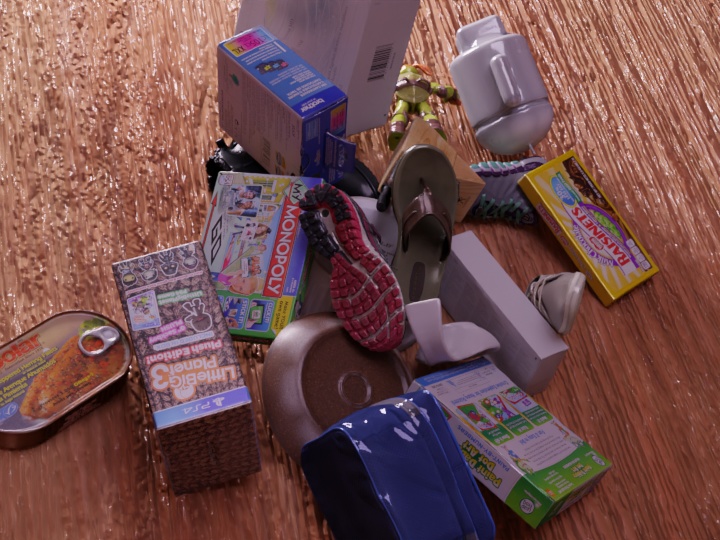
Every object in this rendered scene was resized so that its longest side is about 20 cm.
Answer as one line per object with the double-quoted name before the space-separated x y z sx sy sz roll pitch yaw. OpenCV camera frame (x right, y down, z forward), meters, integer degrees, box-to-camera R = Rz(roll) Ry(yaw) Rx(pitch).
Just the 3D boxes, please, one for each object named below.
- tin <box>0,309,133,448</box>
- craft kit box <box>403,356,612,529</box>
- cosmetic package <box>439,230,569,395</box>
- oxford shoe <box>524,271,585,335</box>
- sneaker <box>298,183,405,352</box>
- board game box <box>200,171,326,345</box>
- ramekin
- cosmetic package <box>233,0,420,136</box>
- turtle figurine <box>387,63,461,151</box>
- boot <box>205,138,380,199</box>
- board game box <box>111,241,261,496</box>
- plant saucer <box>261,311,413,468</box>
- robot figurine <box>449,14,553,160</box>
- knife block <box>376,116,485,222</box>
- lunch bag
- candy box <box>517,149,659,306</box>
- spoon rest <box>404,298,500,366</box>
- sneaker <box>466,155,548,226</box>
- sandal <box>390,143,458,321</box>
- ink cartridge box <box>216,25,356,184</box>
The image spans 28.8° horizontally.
"tin" -0.334 0.115 1.500 0.112 0.042 0.200 43 50 17
"craft kit box" 0.161 0.182 1.534 0.197 0.049 0.200 38 19 20
"cosmetic package" 0.162 0.052 1.688 0.050 0.083 0.200 -19 57 -31
"oxford shoe" 0.229 0.034 1.672 0.057 0.200 0.076 20 88 0
"sneaker" 0.004 -0.006 1.558 0.075 0.080 0.201 12 53 -64
"board game box" -0.121 -0.015 1.609 0.134 0.029 0.201 4 68 19
"ramekin" 0.000 0.000 1.674 0.201 0.094 0.203 9 47 -10
"cosmetic package" -0.053 -0.309 1.834 0.200 0.200 0.123 31 31 27
"turtle figurine" 0.080 -0.235 1.938 0.199 0.065 0.162 5 47 -14
"boot" -0.087 -0.109 1.763 0.162 0.074 0.198 -21 51 -35
"board game box" -0.179 0.102 1.451 0.096 0.160 0.201 -16 59 -9
"plant saucer" -0.012 0.134 1.534 0.199 0.037 0.202 13 63 -28
"robot figurine" 0.194 -0.244 1.920 0.112 0.170 0.201 -21 86 4
"knife block" 0.058 -0.121 1.714 0.175 0.064 0.200 9 33 -45
"lunch bag" 0.048 0.230 1.426 0.132 0.136 0.201 -22 85 -32
"candy box" 0.299 -0.057 1.835 0.102 0.026 0.200 -29 80 -34
"spoon rest" 0.097 0.084 1.579 0.099 0.200 0.061 -12 72 16
"sneaker" 0.187 -0.094 1.839 0.199 0.075 0.088 -16 60 -30
"sandal" 0.076 -0.042 1.585 0.079 0.057 0.202 5 87 -17
"ink cartridge box" -0.086 -0.182 1.693 0.076 0.137 0.200 -29 57 -27
